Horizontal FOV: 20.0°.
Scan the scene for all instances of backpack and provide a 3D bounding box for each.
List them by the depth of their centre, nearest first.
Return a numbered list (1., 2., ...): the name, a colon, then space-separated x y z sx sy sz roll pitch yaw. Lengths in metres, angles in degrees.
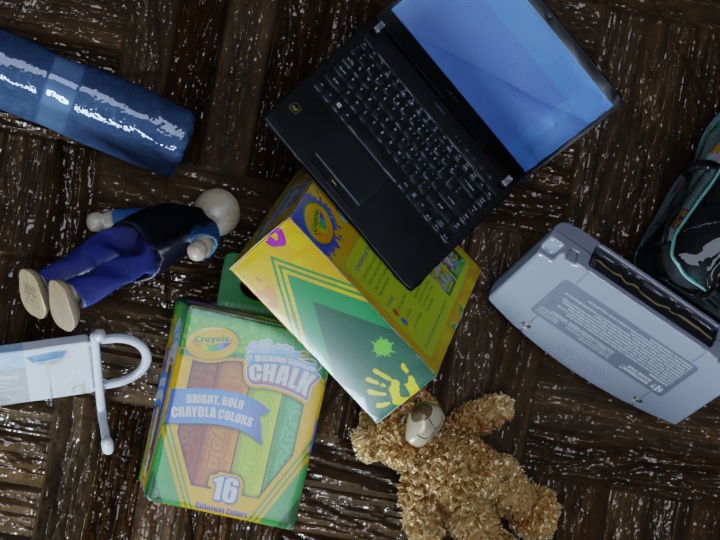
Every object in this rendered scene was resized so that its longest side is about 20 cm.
1. backpack: 0.339 -0.042 1.695 0.175 0.153 0.201 33 85 -10

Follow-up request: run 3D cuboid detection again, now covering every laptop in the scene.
1. laptop: 0.063 -0.121 1.553 0.200 0.103 0.178 -43 96 -22

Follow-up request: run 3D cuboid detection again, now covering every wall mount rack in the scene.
1. wall mount rack: -0.259 0.085 1.598 0.198 0.175 0.075 -8 50 -9

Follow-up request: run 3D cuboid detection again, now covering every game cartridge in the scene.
1. game cartridge: 0.210 0.047 1.690 0.199 0.133 0.041 34 53 -8

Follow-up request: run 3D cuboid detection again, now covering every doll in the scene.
1. doll: -0.176 -0.020 1.626 0.199 0.136 0.049 -29 122 -35

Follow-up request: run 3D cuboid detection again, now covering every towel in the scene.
1. towel: -0.227 -0.138 1.614 0.198 0.112 0.049 23 78 -10

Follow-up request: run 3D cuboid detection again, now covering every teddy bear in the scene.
1. teddy bear: 0.084 0.171 1.705 0.144 0.067 0.201 -29 98 -10

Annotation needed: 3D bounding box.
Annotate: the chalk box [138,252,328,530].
1. chalk box: -0.097 0.090 1.641 0.123 0.124 0.202 11 91 -10

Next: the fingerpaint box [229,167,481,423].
1. fingerpaint box: 0.000 0.000 1.615 0.073 0.200 0.167 -39 101 25
